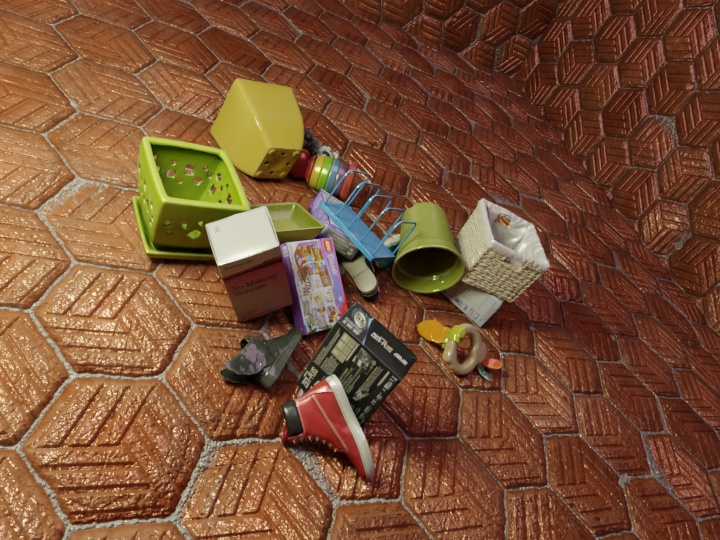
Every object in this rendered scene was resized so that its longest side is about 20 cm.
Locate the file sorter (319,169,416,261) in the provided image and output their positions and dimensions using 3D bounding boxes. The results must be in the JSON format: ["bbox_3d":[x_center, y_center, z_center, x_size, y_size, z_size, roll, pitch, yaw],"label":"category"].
[{"bbox_3d":[0.024,-0.138,1.499,0.200,0.123,0.138,47,20,18],"label":"file sorter"}]

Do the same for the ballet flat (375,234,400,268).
[{"bbox_3d":[0.075,-0.058,1.681,0.072,0.072,0.199,43,33,12],"label":"ballet flat"}]

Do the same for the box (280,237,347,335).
[{"bbox_3d":[-0.102,0.034,1.344,0.135,0.039,0.206,-9,85,-44],"label":"box"}]

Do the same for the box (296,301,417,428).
[{"bbox_3d":[-0.010,0.196,1.177,0.163,0.202,0.086,39,36,9],"label":"box"}]

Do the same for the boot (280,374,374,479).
[{"bbox_3d":[-0.066,0.319,1.117,0.142,0.072,0.204,-27,92,-15],"label":"boot"}]

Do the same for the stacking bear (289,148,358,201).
[{"bbox_3d":[-0.116,-0.287,1.733,0.195,0.116,0.122,20,18,-3],"label":"stacking bear"}]

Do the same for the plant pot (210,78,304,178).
[{"bbox_3d":[-0.261,-0.366,1.635,0.191,0.196,0.203,-6,58,-44],"label":"plant pot"}]

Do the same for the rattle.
[{"bbox_3d":[0.254,0.208,1.542,0.198,0.141,0.134,24,66,-42],"label":"rattle"}]

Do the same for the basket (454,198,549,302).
[{"bbox_3d":[0.381,-0.050,1.649,0.194,0.162,0.202,22,36,-18],"label":"basket"}]

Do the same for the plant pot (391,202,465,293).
[{"bbox_3d":[0.179,-0.073,1.624,0.196,0.201,0.188,19,49,-22],"label":"plant pot"}]

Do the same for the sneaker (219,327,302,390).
[{"bbox_3d":[-0.192,0.158,1.190,0.103,0.060,0.201,36,38,-7],"label":"sneaker"}]

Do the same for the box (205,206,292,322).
[{"bbox_3d":[-0.220,-0.008,1.210,0.125,0.202,0.110,-18,55,-10],"label":"box"}]

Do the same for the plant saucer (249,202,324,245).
[{"bbox_3d":[-0.209,-0.105,1.420,0.195,0.049,0.200,-7,26,-26],"label":"plant saucer"}]

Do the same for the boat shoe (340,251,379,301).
[{"bbox_3d":[0.000,0.000,1.559,0.063,0.071,0.202,63,2,-47],"label":"boat shoe"}]

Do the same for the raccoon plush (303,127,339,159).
[{"bbox_3d":[-0.140,-0.385,1.847,0.132,0.097,0.203,23,36,-30],"label":"raccoon plush"}]

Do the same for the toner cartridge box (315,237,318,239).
[{"bbox_3d":[-0.164,-0.052,1.474,0.095,0.044,0.199,44,35,14],"label":"toner cartridge box"}]

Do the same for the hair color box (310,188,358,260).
[{"bbox_3d":[-0.065,-0.124,1.579,0.108,0.065,0.202,29,24,-27],"label":"hair color box"}]

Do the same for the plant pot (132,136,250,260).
[{"bbox_3d":[-0.373,-0.138,1.273,0.196,0.183,0.201,2,46,-38],"label":"plant pot"}]

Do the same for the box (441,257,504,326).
[{"bbox_3d":[0.330,0.030,1.747,0.199,0.106,0.184,42,35,7],"label":"box"}]
